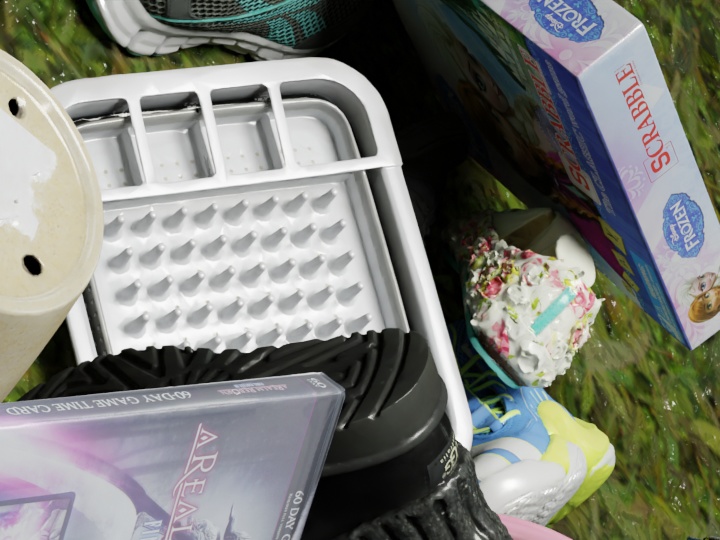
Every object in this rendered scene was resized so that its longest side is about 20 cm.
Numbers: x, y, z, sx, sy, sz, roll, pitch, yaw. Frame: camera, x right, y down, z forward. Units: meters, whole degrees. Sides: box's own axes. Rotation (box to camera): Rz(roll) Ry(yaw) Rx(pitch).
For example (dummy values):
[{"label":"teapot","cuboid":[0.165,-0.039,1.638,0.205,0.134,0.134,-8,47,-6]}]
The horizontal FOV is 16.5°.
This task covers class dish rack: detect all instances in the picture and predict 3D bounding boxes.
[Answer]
[{"label":"dish rack","cuboid":[-0.052,0.012,1.056,0.172,0.044,0.200,-8,74,-28]}]

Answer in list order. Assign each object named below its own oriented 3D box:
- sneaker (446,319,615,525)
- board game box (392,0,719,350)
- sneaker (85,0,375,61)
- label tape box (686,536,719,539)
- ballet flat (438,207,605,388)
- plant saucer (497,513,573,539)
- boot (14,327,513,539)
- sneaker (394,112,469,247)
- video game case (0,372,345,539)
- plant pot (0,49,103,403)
[{"label":"sneaker","cuboid":[0.052,0.078,1.143,0.105,0.076,0.200,46,9,11]},{"label":"board game box","cuboid":[0.087,-0.083,1.171,0.200,0.041,0.200,45,-11,44]},{"label":"sneaker","cuboid":[-0.038,-0.145,1.168,0.200,0.091,0.078,-16,82,-54]},{"label":"label tape box","cuboid":[0.182,0.196,1.126,0.200,0.063,0.144,70,27,-85]},{"label":"ballet flat","cuboid":[0.082,0.005,1.175,0.076,0.064,0.200,45,9,-14]},{"label":"plant saucer","cuboid":[0.032,0.194,0.991,0.051,0.200,0.201,75,15,-54]},{"label":"boot","cuboid":[-0.036,0.111,0.947,0.158,0.211,0.079,66,33,-30]},{"label":"sneaker","cuboid":[0.002,-0.001,1.161,0.200,0.060,0.104,-26,88,-49]},{"label":"video game case","cuboid":[-0.101,0.105,0.807,0.200,0.143,0.019,-3,29,-43]},{"label":"plant pot","cuboid":[-0.184,0.005,0.800,0.187,0.200,0.187,29,48,-38]}]
